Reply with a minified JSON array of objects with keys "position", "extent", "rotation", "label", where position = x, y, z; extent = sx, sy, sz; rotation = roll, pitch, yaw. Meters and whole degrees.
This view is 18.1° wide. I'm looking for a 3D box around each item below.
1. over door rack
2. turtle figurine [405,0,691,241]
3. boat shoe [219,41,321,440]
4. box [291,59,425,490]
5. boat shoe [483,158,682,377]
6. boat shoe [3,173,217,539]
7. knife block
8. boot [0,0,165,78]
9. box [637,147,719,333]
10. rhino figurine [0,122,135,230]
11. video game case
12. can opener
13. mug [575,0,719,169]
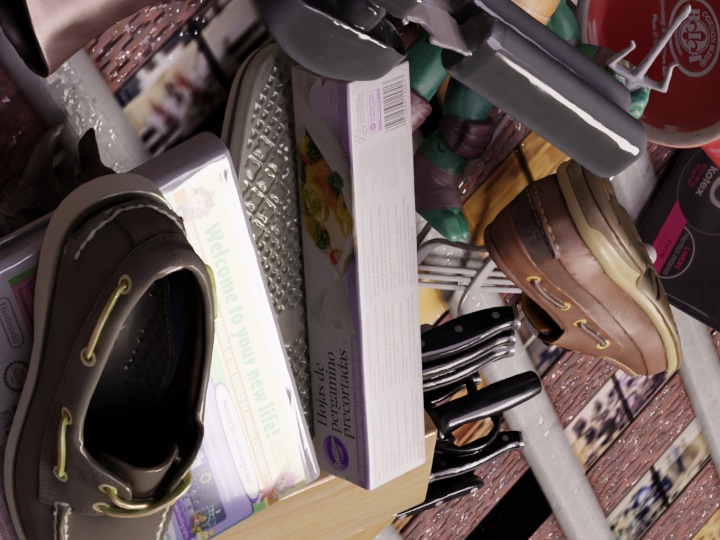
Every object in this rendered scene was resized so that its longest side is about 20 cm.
[{"position":[0.107,-0.047,1.187],"extent":[0.148,0.067,0.201],"rotation":[3,116,-52],"label":"over door rack"},{"position":[0.068,-0.111,1.055],"extent":[0.149,0.101,0.200],"rotation":[23,113,-33],"label":"turtle figurine"},{"position":[-0.051,-0.008,1.037],"extent":[0.074,0.062,0.201],"rotation":[-14,116,-40],"label":"boat shoe"},{"position":[0.000,0.000,1.018],"extent":[0.041,0.039,0.201],"rotation":[-24,120,-38],"label":"box"},{"position":[0.112,0.005,1.130],"extent":[0.067,0.072,0.200],"rotation":[-24,152,9],"label":"boat shoe"},{"position":[-0.097,0.062,0.903],"extent":[0.072,0.060,0.202],"rotation":[-12,127,-30],"label":"boat shoe"},{"position":[-0.005,0.078,1.115],"extent":[0.176,0.064,0.200],"rotation":[-45,148,18],"label":"knife block"},{"position":[-0.072,-0.181,0.850],"extent":[0.166,0.072,0.200],"rotation":[-36,145,-29],"label":"boot"},{"position":[0.265,-0.011,1.372],"extent":[0.200,0.106,0.123],"rotation":[19,101,-54],"label":"box"},{"position":[-0.117,0.014,0.974],"extent":[0.087,0.060,0.200],"rotation":[-31,137,-25],"label":"rhino figurine"},{"position":[-0.115,0.060,0.949],"extent":[0.182,0.022,0.200],"rotation":[-29,134,-16],"label":"video game case"},{"position":[0.042,-0.094,0.967],"extent":[0.200,0.053,0.066],"rotation":[25,125,-36],"label":"can opener"},{"position":[0.216,-0.119,1.136],"extent":[0.133,0.178,0.200],"rotation":[-34,173,40],"label":"mug"}]
